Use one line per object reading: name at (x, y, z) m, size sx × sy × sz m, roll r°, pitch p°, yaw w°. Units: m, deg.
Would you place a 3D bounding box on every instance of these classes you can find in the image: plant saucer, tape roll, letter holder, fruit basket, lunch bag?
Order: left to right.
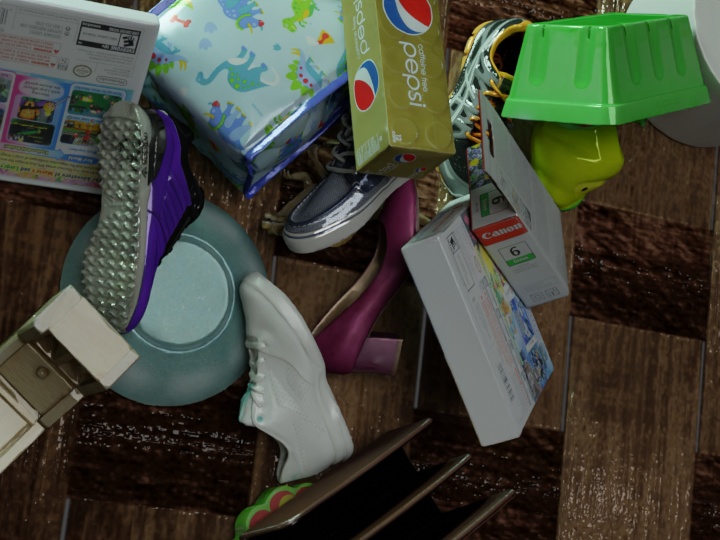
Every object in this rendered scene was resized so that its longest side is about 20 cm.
plant saucer at (-0.171, 0.022, 1.311) m, size 0.201 × 0.039 × 0.202 m, roll 4°, pitch 80°, yaw -23°
lunch bag at (-0.089, -0.197, 1.314) m, size 0.170 × 0.127 × 0.200 m, roll 44°, pitch 75°, yaw 7°
letter holder at (0.021, 0.217, 1.274) m, size 0.200 × 0.142 × 0.101 m, roll -31°, pitch 91°, yaw -38°
fruit basket at (0.237, -0.150, 1.431) m, size 0.215 × 0.155 × 0.216 m, roll -14°, pitch 108°, yaw -48°
tape roll at (0.398, -0.243, 1.539) m, size 0.202 × 0.139 × 0.203 m, roll 3°, pitch 82°, yaw -23°

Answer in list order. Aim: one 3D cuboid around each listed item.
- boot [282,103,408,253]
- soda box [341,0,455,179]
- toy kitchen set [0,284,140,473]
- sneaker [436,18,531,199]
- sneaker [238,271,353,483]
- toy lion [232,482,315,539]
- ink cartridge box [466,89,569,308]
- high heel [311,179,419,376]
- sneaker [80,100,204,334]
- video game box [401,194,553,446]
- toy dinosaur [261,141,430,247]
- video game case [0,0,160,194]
boot at (-0.005, -0.106, 1.316) m, size 0.200 × 0.073 × 0.090 m, roll -41°, pitch 128°, yaw -25°
soda box at (0.031, -0.184, 1.261) m, size 0.068 × 0.064 × 0.201 m, roll 4°, pitch 70°, yaw -28°
toy kitchen set at (-0.320, 0.086, 1.160) m, size 0.163 × 0.180 × 0.200 m, roll 47°, pitch 70°, yaw -9°
sneaker at (0.128, -0.167, 1.447) m, size 0.078 × 0.077 × 0.201 m, roll 18°, pitch 78°, yaw -22°
sneaker at (-0.079, 0.102, 1.311) m, size 0.088 × 0.075 × 0.200 m, roll -27°, pitch 105°, yaw -16°
toy lion at (-0.051, 0.304, 1.315) m, size 0.192 × 0.069 × 0.200 m, roll -43°, pitch 100°, yaw -30°
ink cartridge box at (0.138, -0.066, 1.377) m, size 0.200 × 0.050 × 0.109 m, roll 49°, pitch 30°, yaw -42°
high heel at (0.000, 0.000, 1.357) m, size 0.096 × 0.067 × 0.201 m, roll 8°, pitch 89°, yaw -7°
sneaker at (-0.179, -0.042, 1.259) m, size 0.099 × 0.069 × 0.201 m, roll 4°, pitch 94°, yaw -51°
video game box at (0.115, 0.039, 1.359) m, size 0.200 × 0.047 × 0.182 m, roll 68°, pitch 24°, yaw -8°
toy dinosaur at (-0.013, -0.073, 1.396) m, size 0.200 × 0.058 × 0.101 m, roll -2°, pitch 99°, yaw -28°
video game case at (-0.290, -0.155, 1.228) m, size 0.200 × 0.182 × 0.024 m, roll 7°, pitch 37°, yaw -22°
